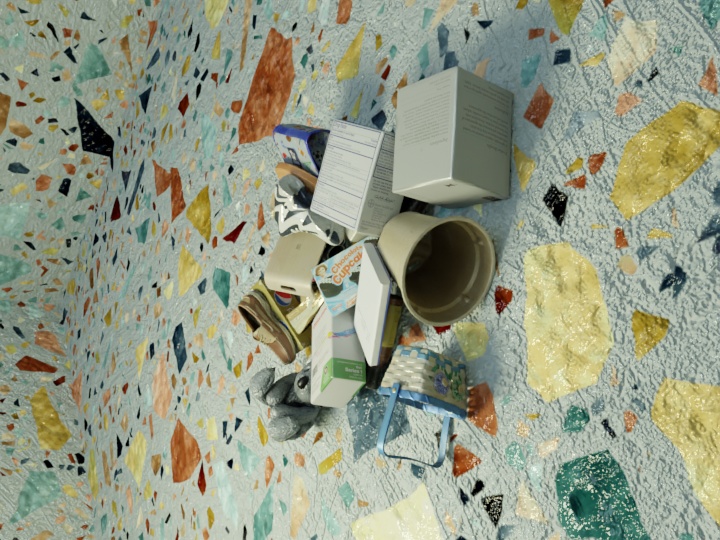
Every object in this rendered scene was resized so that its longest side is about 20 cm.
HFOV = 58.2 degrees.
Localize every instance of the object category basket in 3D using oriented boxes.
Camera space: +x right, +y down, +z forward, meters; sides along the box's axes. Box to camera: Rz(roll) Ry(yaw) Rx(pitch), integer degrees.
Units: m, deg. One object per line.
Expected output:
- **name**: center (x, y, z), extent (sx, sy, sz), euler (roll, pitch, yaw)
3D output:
- **basket**: center (0.111, 0.250, 1.194), extent (0.137, 0.174, 0.206), euler (5, 76, 47)

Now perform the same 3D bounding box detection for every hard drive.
- **hard drive**: center (0.022, 0.068, 1.294), extent (0.133, 0.025, 0.205), euler (-114, 25, -50)

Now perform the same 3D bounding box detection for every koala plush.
- **koala plush**: center (-0.126, 0.281, 1.533), extent (0.199, 0.183, 0.179), euler (-40, 61, 14)

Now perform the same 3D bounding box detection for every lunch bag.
- **lunch bag**: center (-0.097, -0.274, 1.519), extent (0.168, 0.198, 0.127), euler (25, 89, 49)

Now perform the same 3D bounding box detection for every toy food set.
- **toy food set**: center (-0.130, -0.041, 1.519), extent (0.140, 0.060, 0.205), euler (9, 70, 33)

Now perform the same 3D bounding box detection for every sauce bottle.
- **sauce bottle**: center (0.041, 0.150, 1.388), extent (0.065, 0.065, 0.206), euler (22, 100, 51)

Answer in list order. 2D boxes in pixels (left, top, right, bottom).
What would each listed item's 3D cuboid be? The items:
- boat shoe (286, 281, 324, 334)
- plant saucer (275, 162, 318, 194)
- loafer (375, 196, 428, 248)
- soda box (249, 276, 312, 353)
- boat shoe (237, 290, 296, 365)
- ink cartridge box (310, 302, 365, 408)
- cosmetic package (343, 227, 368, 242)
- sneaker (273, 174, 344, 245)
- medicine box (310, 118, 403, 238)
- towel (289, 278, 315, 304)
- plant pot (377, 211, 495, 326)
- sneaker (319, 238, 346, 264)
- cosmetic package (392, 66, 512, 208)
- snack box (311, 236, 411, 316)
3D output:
- **boat shoe**: center (-0.113, 0.066, 1.517), extent (0.066, 0.074, 0.201), euler (41, 118, 5)
- **plant saucer**: center (-0.120, -0.190, 1.549), extent (0.198, 0.199, 0.033), euler (22, 79, 51)
- **loafer**: center (0.100, -0.108, 1.353), extent (0.073, 0.070, 0.203), euler (29, 88, 50)
- **soda box**: center (-0.190, 0.106, 1.617), extent (0.064, 0.067, 0.203), euler (-33, 90, 45)
- **boat shoe**: center (-0.233, 0.149, 1.578), extent (0.202, 0.071, 0.076), euler (53, 136, 5)
- **ink cartridge box**: center (-0.052, 0.178, 1.432), extent (0.146, 0.082, 0.205), euler (125, 150, -51)
- **cosmetic package**: center (0.038, -0.167, 1.430), extent (0.201, 0.086, 0.105), euler (-53, 48, 30)
- **sneaker**: center (-0.127, -0.108, 1.476), extent (0.197, 0.080, 0.130), euler (38, 141, 4)
- **medicine box**: center (0.004, -0.190, 1.326), extent (0.181, 0.101, 0.206), euler (28, 105, 50)
- **towel**: center (-0.139, 0.066, 1.613), extent (0.197, 0.023, 0.147), euler (-14, 103, 48)
- **plant pot**: center (0.125, -0.026, 1.233), extent (0.183, 0.196, 0.206), euler (39, 114, 60)
- **sneaker**: center (-0.099, -0.024, 1.588), extent (0.203, 0.074, 0.115), euler (-59, 41, 23)
- **cosmetic package**: center (0.172, -0.238, 1.210), extent (0.163, 0.162, 0.207), euler (-4, 80, 51)
- **snack box**: center (0.000, 0.000, 1.402), extent (0.196, 0.037, 0.118), euler (-30, 54, 1)
